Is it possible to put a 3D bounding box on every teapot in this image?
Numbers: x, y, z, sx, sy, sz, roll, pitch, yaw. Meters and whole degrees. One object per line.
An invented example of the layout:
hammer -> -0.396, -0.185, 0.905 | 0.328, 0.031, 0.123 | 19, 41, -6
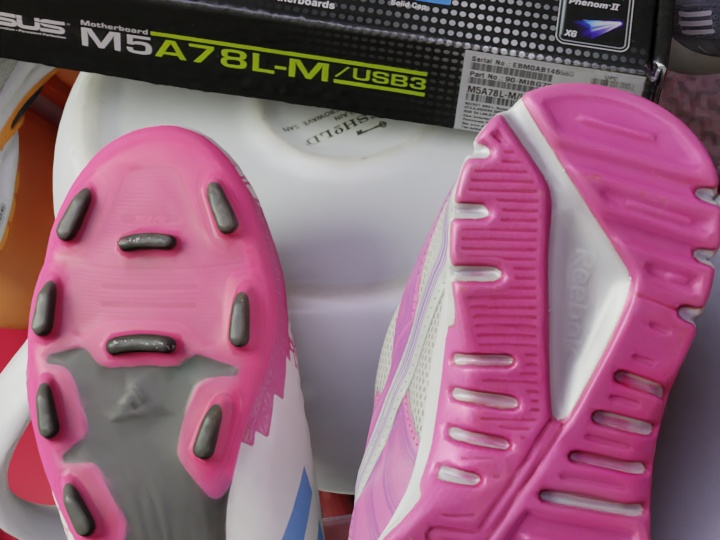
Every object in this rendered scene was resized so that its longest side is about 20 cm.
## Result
teapot -> 0.000, 0.000, 0.798 | 0.199, 0.146, 0.198 | 8, 48, 13

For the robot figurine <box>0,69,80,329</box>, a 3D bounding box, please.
robot figurine -> -0.103, -0.063, 0.891 | 0.143, 0.117, 0.200 | 5, 54, 38

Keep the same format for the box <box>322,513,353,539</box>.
box -> -0.040, 0.186, 0.765 | 0.152, 0.106, 0.201 | -10, 73, 14

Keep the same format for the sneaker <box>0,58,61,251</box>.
sneaker -> -0.130, -0.085, 0.774 | 0.075, 0.092, 0.201 | -1, 62, 32

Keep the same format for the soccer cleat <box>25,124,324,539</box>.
soccer cleat -> -0.043, 0.064, 0.687 | 0.070, 0.086, 0.201 | -7, 84, 11

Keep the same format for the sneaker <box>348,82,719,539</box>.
sneaker -> 0.039, 0.054, 0.656 | 0.081, 0.088, 0.201 | 16, 92, -4

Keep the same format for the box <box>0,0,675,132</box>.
box -> -0.003, -0.134, 0.759 | 0.199, 0.048, 0.194 | 9, 58, 2

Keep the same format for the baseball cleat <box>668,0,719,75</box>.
baseball cleat -> 0.176, -0.100, 0.804 | 0.200, 0.070, 0.106 | -29, 26, -33

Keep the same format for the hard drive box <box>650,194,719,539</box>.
hard drive box -> 0.128, 0.045, 0.756 | 0.200, 0.156, 0.077 | -45, 62, -5

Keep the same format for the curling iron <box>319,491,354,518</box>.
curling iron -> 0.008, 0.094, 0.847 | 0.049, 0.026, 0.201 | -16, 64, 9
